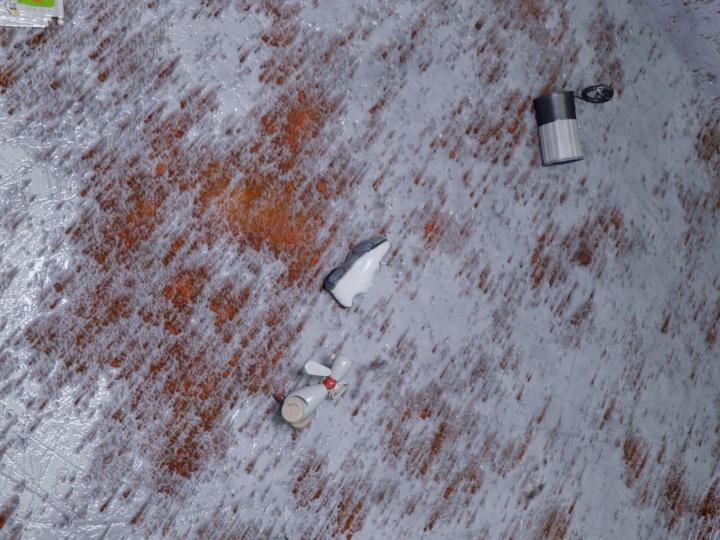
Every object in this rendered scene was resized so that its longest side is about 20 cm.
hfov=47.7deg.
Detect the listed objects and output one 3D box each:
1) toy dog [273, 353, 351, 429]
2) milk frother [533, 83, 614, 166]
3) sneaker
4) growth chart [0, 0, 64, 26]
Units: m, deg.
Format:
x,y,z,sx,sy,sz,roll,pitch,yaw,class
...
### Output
x,y,z,sx,sy,sz,roll,pitch,yaw,class
-0.115,0.255,1.789,0.096,0.133,0.199,38,54,19,toy dog
0.598,-0.402,2.249,0.178,0.198,0.193,-10,91,-36,milk frother
0.000,0.000,1.909,0.200,0.074,0.088,-44,120,-21,sneaker
-0.663,-0.530,1.553,0.197,0.018,0.148,-14,92,-34,growth chart
